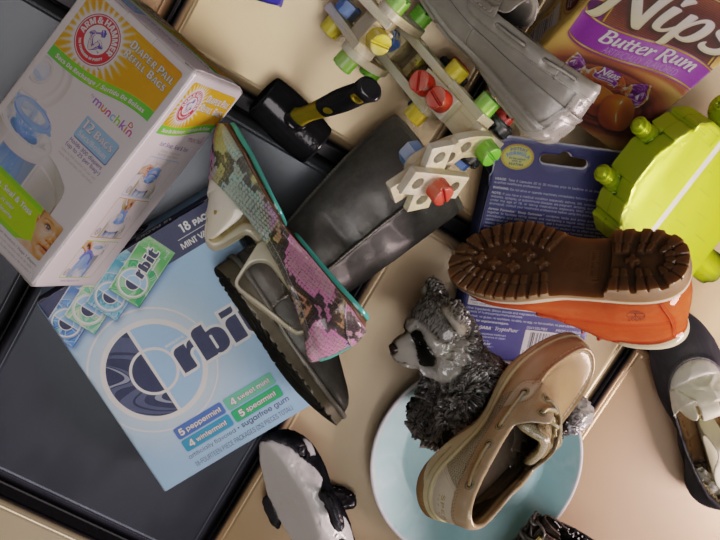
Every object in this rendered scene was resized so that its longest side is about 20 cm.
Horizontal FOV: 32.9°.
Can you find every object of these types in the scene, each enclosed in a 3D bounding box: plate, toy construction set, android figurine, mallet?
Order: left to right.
[{"bbox_3d":[-0.023,-0.115,0.914,0.066,0.199,0.041,44,75,-23],"label":"mallet"},{"bbox_3d":[0.045,-0.136,0.929,0.091,0.202,0.131,-31,153,21],"label":"toy construction set"},{"bbox_3d":[0.104,0.170,1.107,0.197,0.026,0.203,-2,109,-7],"label":"plate"},{"bbox_3d":[0.262,-0.060,1.005,0.199,0.041,0.183,25,106,-42],"label":"android figurine"}]

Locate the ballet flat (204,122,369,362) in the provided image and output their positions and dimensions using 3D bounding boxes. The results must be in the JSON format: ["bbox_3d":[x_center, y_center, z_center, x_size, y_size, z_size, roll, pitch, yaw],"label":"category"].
[{"bbox_3d":[-0.073,-0.018,0.919,0.071,0.069,0.201,-34,81,-6],"label":"ballet flat"}]

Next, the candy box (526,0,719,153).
[{"bbox_3d":[0.222,-0.194,0.939,0.116,0.057,0.200,31,133,-15],"label":"candy box"}]

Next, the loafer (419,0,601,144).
[{"bbox_3d":[0.106,-0.188,0.934,0.070,0.070,0.201,-42,76,19],"label":"loafer"}]

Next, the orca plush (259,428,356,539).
[{"bbox_3d":[-0.018,0.223,1.082,0.071,0.105,0.201,-30,82,-38],"label":"orca plush"}]

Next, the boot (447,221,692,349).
[{"bbox_3d":[0.170,0.020,0.985,0.197,0.076,0.108,6,148,25],"label":"boot"}]

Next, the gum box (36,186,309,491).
[{"bbox_3d":[-0.145,0.059,1.028,0.168,0.045,0.202,-30,110,2],"label":"gum box"}]

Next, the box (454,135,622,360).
[{"bbox_3d":[0.151,-0.017,1.040,0.119,0.033,0.203,7,114,-9],"label":"box"}]

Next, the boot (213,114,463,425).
[{"bbox_3d":[0.001,0.001,1.000,0.199,0.072,0.183,-37,111,-17],"label":"boot"}]

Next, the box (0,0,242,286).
[{"bbox_3d":[-0.201,-0.100,0.921,0.112,0.101,0.201,42,100,11],"label":"box"}]

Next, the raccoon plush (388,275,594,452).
[{"bbox_3d":[0.111,0.073,1.030,0.198,0.096,0.136,-7,110,-36],"label":"raccoon plush"}]

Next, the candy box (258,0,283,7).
[{"bbox_3d":[-0.131,-0.305,0.897,0.197,0.077,0.171,15,104,-11],"label":"candy box"}]

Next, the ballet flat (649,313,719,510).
[{"bbox_3d":[0.313,0.133,1.100,0.072,0.073,0.203,-19,109,-1],"label":"ballet flat"}]

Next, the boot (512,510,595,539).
[{"bbox_3d":[0.120,0.283,1.107,0.198,0.070,0.175,20,118,-24],"label":"boot"}]

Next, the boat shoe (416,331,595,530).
[{"bbox_3d":[0.130,0.127,0.959,0.200,0.065,0.073,-41,120,-26],"label":"boat shoe"}]
